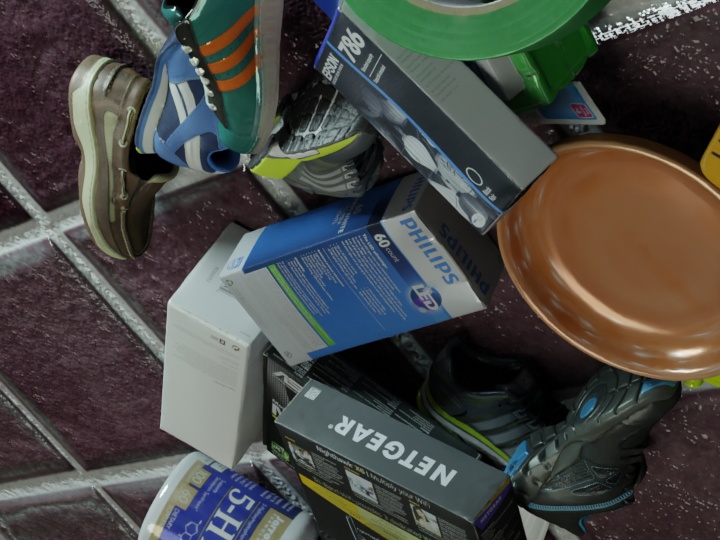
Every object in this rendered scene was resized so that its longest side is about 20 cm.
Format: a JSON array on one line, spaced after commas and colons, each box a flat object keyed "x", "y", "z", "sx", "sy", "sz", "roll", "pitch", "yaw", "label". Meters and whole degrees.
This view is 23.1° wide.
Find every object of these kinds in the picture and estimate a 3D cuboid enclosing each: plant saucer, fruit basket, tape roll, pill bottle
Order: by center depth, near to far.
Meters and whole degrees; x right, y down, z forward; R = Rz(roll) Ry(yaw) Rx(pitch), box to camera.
[{"x": 0.067, "y": -0.221, "z": 1.002, "sx": 0.200, "sy": 0.048, "sz": 0.201, "roll": 5, "pitch": 102, "yaw": 25, "label": "tape roll"}, {"x": 0.044, "y": -0.161, "z": 1.142, "sx": 0.200, "sy": 0.094, "sz": 0.185, "roll": 1, "pitch": 133, "yaw": 43, "label": "fruit basket"}, {"x": 0.188, "y": -0.013, "z": 1.181, "sx": 0.200, "sy": 0.037, "sz": 0.200, "roll": 21, "pitch": 138, "yaw": 20, "label": "plant saucer"}, {"x": -0.110, "y": 0.278, "z": 1.758, "sx": 0.200, "sy": 0.120, "sz": 0.120, "roll": 28, "pitch": 144, "yaw": 10, "label": "pill bottle"}]

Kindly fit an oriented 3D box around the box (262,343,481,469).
[{"x": 0.004, "y": 0.155, "z": 1.509, "sx": 0.200, "sy": 0.048, "sz": 0.193, "roll": 35, "pitch": 157, "yaw": 14, "label": "box"}]

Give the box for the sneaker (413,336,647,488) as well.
[{"x": 0.137, "y": 0.120, "z": 1.413, "sx": 0.200, "sy": 0.074, "sz": 0.081, "roll": 23, "pitch": 140, "yaw": 15, "label": "sneaker"}]

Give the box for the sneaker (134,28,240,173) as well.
[{"x": -0.109, "y": -0.143, "z": 1.309, "sx": 0.082, "sy": 0.074, "sz": 0.200, "roll": 28, "pitch": 147, "yaw": 1, "label": "sneaker"}]

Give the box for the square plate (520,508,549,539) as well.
[{"x": 0.075, "y": 0.222, "z": 1.619, "sx": 0.200, "sy": 0.028, "sz": 0.198, "roll": 26, "pitch": 145, "yaw": 14, "label": "square plate"}]

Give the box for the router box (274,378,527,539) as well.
[{"x": 0.038, "y": 0.186, "z": 1.398, "sx": 0.200, "sy": 0.052, "sz": 0.157, "roll": 24, "pitch": 149, "yaw": 33, "label": "router box"}]

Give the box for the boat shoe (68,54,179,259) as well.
[{"x": -0.188, "y": -0.081, "z": 1.445, "sx": 0.075, "sy": 0.075, "sz": 0.203, "roll": 15, "pitch": 140, "yaw": 18, "label": "boat shoe"}]

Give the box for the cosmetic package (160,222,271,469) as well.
[{"x": -0.110, "y": 0.069, "z": 1.525, "sx": 0.085, "sy": 0.108, "sz": 0.200, "roll": 27, "pitch": 143, "yaw": 10, "label": "cosmetic package"}]

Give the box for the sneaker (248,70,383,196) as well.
[{"x": -0.015, "y": -0.094, "z": 1.258, "sx": 0.081, "sy": 0.074, "sz": 0.200, "roll": 26, "pitch": 172, "yaw": -14, "label": "sneaker"}]

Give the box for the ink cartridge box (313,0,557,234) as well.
[{"x": 0.031, "y": -0.116, "z": 1.109, "sx": 0.200, "sy": 0.039, "sz": 0.099, "roll": 46, "pitch": 162, "yaw": 4, "label": "ink cartridge box"}]

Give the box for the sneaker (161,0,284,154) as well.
[{"x": -0.096, "y": -0.164, "z": 1.193, "sx": 0.080, "sy": 0.071, "sz": 0.200, "roll": -3, "pitch": 131, "yaw": -11, "label": "sneaker"}]

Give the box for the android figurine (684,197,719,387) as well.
[{"x": 0.263, "y": 0.022, "z": 1.219, "sx": 0.182, "sy": 0.041, "sz": 0.200, "roll": 22, "pitch": 141, "yaw": 19, "label": "android figurine"}]

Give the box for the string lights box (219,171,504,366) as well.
[{"x": 0.000, "y": 0.000, "z": 1.363, "sx": 0.200, "sy": 0.059, "sz": 0.103, "roll": -18, "pitch": 121, "yaw": 36, "label": "string lights box"}]

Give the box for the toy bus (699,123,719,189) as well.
[{"x": 0.311, "y": -0.046, "z": 1.076, "sx": 0.200, "sy": 0.065, "sz": 0.078, "roll": 30, "pitch": 143, "yaw": 9, "label": "toy bus"}]

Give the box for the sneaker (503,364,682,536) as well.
[{"x": 0.188, "y": 0.131, "z": 1.324, "sx": 0.082, "sy": 0.073, "sz": 0.200, "roll": 36, "pitch": 137, "yaw": -5, "label": "sneaker"}]
